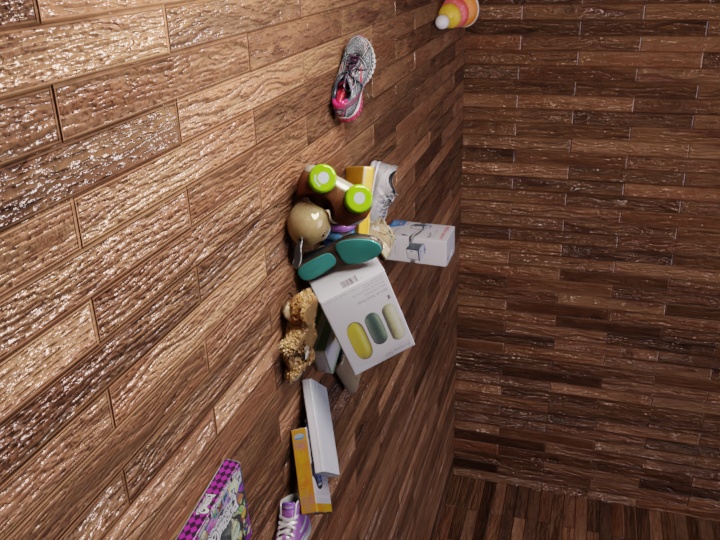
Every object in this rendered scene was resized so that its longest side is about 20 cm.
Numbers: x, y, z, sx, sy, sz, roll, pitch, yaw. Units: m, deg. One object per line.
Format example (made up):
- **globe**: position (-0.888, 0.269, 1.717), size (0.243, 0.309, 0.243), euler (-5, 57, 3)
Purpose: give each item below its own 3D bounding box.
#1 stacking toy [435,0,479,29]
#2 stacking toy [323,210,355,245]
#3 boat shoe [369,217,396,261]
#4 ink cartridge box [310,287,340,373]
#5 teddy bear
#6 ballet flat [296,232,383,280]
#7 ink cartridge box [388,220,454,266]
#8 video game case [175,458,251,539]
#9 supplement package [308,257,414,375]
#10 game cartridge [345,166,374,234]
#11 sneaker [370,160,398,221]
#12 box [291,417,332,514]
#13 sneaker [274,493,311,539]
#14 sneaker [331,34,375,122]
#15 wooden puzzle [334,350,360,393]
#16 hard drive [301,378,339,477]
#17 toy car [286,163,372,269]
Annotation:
- **stacking toy**: position (0.327, -0.929, 2.699), size (0.200, 0.145, 0.148), euler (-43, 139, -39)
- **stacking toy**: position (-0.050, -0.046, 1.702), size (0.085, 0.084, 0.202), euler (-55, 151, -59)
- **boat shoe**: position (0.049, -0.081, 1.754), size (0.073, 0.065, 0.200), euler (56, 4, -18)
- **ink cartridge box**: position (-0.081, 0.122, 1.701), size (0.201, 0.047, 0.147), euler (78, 24, -52)
- **teddy bear**: position (-0.131, 0.134, 1.523), size (0.202, 0.066, 0.146), euler (88, 26, -45)
- **ballet flat**: position (-0.045, -0.042, 1.532), size (0.069, 0.198, 0.068), euler (-82, 149, -53)
- **ink cartridge box**: position (0.177, -0.084, 2.252), size (0.147, 0.197, 0.087), euler (-52, 144, -62)
- **video game case**: position (-0.246, 0.455, 1.252), size (0.200, 0.035, 0.183), euler (-60, 152, -56)
- **supplement package**: position (-0.001, 0.080, 1.598), size (0.202, 0.150, 0.151), euler (66, -4, -29)
- **game cartridge**: position (-0.008, -0.142, 1.745), size (0.176, 0.032, 0.203), euler (-152, -116, -74)
- **sneaker**: position (0.061, -0.195, 2.023), size (0.075, 0.081, 0.203), euler (-30, 124, -70)
- **box**: position (-0.109, 0.430, 1.637), size (0.119, 0.041, 0.203), euler (52, 25, -68)
- **sneaker**: position (-0.158, 0.548, 1.547), size (0.201, 0.072, 0.116), euler (-72, 157, -65)
- **sneaker**: position (-0.017, -0.439, 1.678), size (0.075, 0.080, 0.203), euler (39, 58, -68)
- **wooden puzzle**: position (-0.023, 0.195, 1.937), size (0.186, 0.046, 0.202), euler (67, 37, -59)
- **hard drive**: position (-0.088, 0.353, 1.665), size (0.132, 0.026, 0.203), euler (53, 25, -67)
- **toy car**: position (-0.081, -0.092, 1.479), size (0.202, 0.156, 0.164), euler (-62, -172, -2)
